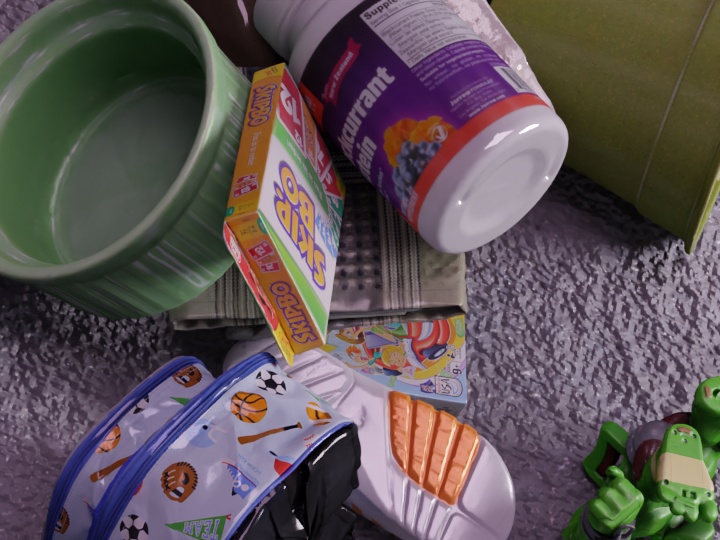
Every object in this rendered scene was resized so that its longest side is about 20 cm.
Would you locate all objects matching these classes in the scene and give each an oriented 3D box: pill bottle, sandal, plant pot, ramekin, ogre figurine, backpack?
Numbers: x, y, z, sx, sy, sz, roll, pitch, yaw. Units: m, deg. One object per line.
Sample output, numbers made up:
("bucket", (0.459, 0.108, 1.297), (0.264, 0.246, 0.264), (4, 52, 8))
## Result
("pill bottle", (0.025, -0.114, 1.593), (0.111, 0.112, 0.200), (-26, 60, -33))
("sandal", (0.005, 0.109, 1.602), (0.206, 0.059, 0.079), (35, 68, 6))
("plant pot", (0.177, -0.137, 1.779), (0.189, 0.200, 0.200), (21, 51, 9))
("ramekin", (-0.148, -0.067, 1.580), (0.098, 0.200, 0.201), (39, 35, -51))
("ogre figurine", (0.198, 0.126, 1.634), (0.098, 0.120, 0.200), (34, 53, -2))
("backpack", (-0.085, 0.135, 1.469), (0.154, 0.191, 0.200), (37, 53, 5))

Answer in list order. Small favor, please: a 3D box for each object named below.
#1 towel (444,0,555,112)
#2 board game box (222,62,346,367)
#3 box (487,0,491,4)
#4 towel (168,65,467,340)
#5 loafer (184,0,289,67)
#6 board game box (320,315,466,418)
("towel", (0.035, -0.131, 1.707), (0.132, 0.034, 0.200), (-33, 79, -7))
("board game box", (-0.043, -0.035, 1.507), (0.200, 0.030, 0.096), (-79, 148, -57))
("box", (0.153, -0.276, 1.836), (0.199, 0.197, 0.118), (20, 53, -9))
("towel", (-0.034, -0.046, 1.635), (0.192, 0.035, 0.201), (-2, 58, -2))
("loafer", (-0.101, -0.184, 1.751), (0.073, 0.071, 0.200), (-24, 69, -32))
("board game box", (0.000, 0.000, 1.692), (0.134, 0.034, 0.201), (10, 55, -15))
